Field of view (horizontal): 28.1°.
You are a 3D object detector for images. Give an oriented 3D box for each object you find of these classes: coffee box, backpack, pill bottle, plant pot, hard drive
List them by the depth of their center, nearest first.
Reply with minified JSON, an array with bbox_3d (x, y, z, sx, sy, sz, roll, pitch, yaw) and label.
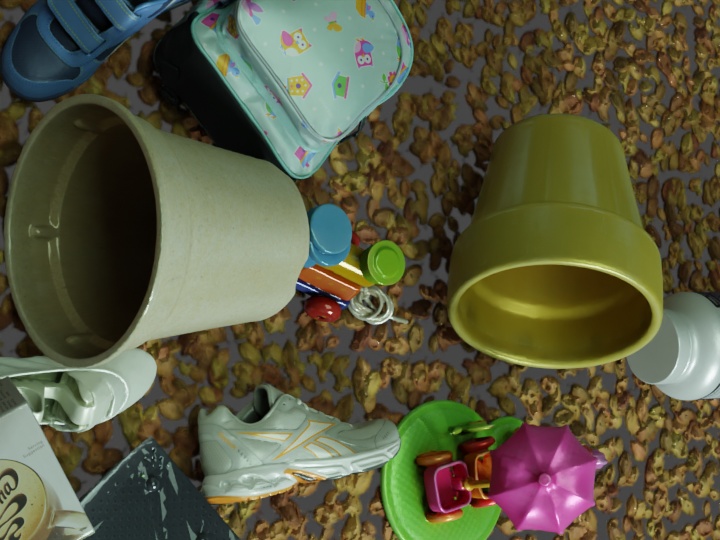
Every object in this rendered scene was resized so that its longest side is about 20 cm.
[{"bbox_3d":[-0.303,0.177,0.998,0.199,0.080,0.114,-29,110,-18],"label":"coffee box"},{"bbox_3d":[-0.148,-0.028,1.126,0.183,0.199,0.203,1,83,-47],"label":"plant pot"},{"bbox_3d":[-0.198,0.244,1.127,0.135,0.042,0.200,52,58,-19],"label":"hard drive"},{"bbox_3d":[-0.050,-0.189,1.228,0.176,0.153,0.200,52,52,-12],"label":"backpack"},{"bbox_3d":[0.186,-0.035,1.359,0.200,0.200,0.190,27,54,-30],"label":"plant pot"},{"bbox_3d":[0.376,0.079,1.520,0.199,0.112,0.114,2,83,-35],"label":"pill bottle"}]

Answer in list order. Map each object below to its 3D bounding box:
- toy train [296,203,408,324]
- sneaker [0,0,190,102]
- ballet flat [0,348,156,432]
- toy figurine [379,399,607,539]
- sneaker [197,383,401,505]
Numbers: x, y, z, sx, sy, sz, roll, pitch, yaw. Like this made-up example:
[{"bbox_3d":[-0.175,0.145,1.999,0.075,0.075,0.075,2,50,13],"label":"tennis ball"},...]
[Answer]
[{"bbox_3d":[0.000,0.000,1.257,0.199,0.115,0.085,26,70,-30],"label":"toy train"},{"bbox_3d":[-0.203,-0.211,1.136,0.200,0.082,0.074,-40,96,-10],"label":"sneaker"},{"bbox_3d":[-0.241,0.097,1.097,0.199,0.069,0.070,2,83,-34],"label":"ballet flat"},{"bbox_3d":[0.149,0.185,1.299,0.199,0.183,0.152,-10,90,-37],"label":"toy figurine"},{"bbox_3d":[-0.051,0.138,1.231,0.199,0.075,0.093,-8,84,-37],"label":"sneaker"}]
